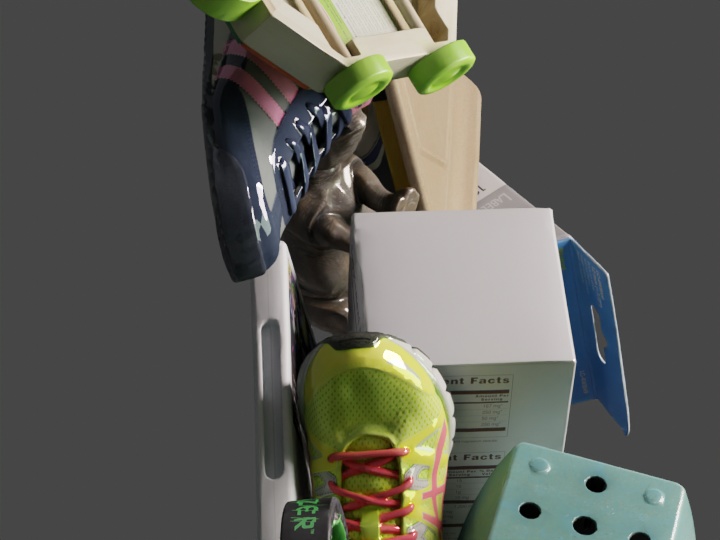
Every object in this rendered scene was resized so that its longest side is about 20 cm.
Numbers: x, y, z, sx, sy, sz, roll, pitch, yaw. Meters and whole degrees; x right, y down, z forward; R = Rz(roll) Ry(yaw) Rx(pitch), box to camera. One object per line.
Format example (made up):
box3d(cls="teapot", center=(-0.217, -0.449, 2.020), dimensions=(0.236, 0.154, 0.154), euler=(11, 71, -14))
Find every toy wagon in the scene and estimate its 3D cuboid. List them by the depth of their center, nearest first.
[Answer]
box3d(cls="toy wagon", center=(-0.032, -0.146, 1.364), dimensions=(0.200, 0.040, 0.156), euler=(-15, 71, -53))

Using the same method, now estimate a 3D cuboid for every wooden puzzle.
box3d(cls="wooden puzzle", center=(0.028, -0.123, 1.738), dimensions=(0.186, 0.037, 0.201), euler=(-85, 160, -47))

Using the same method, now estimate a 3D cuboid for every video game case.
box3d(cls="video game case", center=(-0.032, 0.111, 1.545), dimensions=(0.200, 0.023, 0.183), euler=(75, 11, -61))

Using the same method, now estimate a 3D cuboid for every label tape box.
box3d(cls="label tape box", center=(0.080, 0.014, 1.833), dimensions=(0.200, 0.066, 0.144), euler=(44, -23, 41))

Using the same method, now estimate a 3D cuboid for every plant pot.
box3d(cls="plant pot", center=(0.098, 0.193, 1.501), dimensions=(0.142, 0.141, 0.201), euler=(-69, 170, -45))

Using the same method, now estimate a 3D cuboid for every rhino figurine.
box3d(cls="rhino figurine", center=(-0.016, -0.035, 1.599), dimensions=(0.060, 0.087, 0.201), euler=(-46, 145, -28))

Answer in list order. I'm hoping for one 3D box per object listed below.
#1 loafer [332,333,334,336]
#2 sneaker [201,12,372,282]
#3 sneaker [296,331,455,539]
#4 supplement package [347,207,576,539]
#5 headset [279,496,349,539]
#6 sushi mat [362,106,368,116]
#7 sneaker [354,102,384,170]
box3d(cls="loafer", center=(0.000, 0.000, 1.731), dimensions=(0.070, 0.075, 0.200), euler=(60, 1, -35))
box3d(cls="sneaker", center=(-0.032, -0.077, 1.389), dimensions=(0.070, 0.082, 0.201), euler=(83, 5, -47))
box3d(cls="sneaker", center=(0.010, 0.122, 1.460), dimensions=(0.090, 0.078, 0.201), euler=(-84, 167, -56))
box3d(cls="supplement package", center=(0.048, 0.075, 1.572), dimensions=(0.201, 0.109, 0.114), euler=(93, -7, -48))
box3d(cls="headset", center=(-0.001, 0.205, 1.370), dimensions=(0.124, 0.093, 0.201), euler=(-62, 148, -81))
box3d(cls="sushi mat", center=(-0.013, -0.189, 1.674), dimensions=(0.096, 0.012, 0.201), euler=(-89, 172, -52))
box3d(cls="sneaker", center=(-0.008, -0.151, 1.839), dimensions=(0.088, 0.075, 0.201), euler=(71, 24, -53))
